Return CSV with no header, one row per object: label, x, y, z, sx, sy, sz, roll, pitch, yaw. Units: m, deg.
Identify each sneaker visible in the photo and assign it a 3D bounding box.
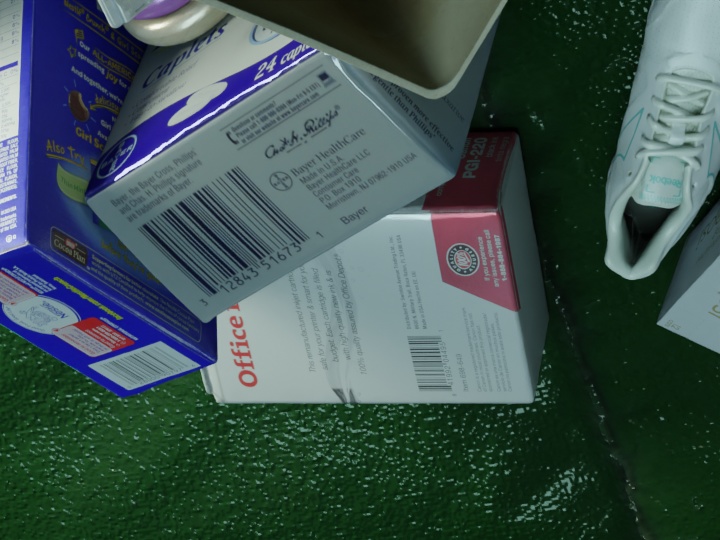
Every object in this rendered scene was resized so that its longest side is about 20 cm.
sneaker,0.177,-0.079,1.626,0.070,0.080,0.201,15,129,5

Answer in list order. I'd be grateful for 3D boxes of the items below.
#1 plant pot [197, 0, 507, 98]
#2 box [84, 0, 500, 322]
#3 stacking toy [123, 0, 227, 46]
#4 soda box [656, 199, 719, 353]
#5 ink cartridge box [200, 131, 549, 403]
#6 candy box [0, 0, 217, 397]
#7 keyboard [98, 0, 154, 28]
plant pot,-0.022,-0.229,1.391,0.199,0.177,0.200,18,108,-48
box,-0.030,-0.103,1.581,0.183,0.201,0.105,-30,117,33
stacking toy,-0.141,-0.201,1.523,0.085,0.086,0.200,-18,140,27
soda box,0.230,-0.017,1.622,0.068,0.064,0.200,24,154,-4
ink cartridge box,0.000,0.000,1.734,0.199,0.085,0.146,-1,128,14
candy box,-0.152,-0.058,1.619,0.077,0.201,0.169,-18,147,28
keyboard,-0.067,-0.204,1.532,0.011,0.200,0.056,11,137,52
